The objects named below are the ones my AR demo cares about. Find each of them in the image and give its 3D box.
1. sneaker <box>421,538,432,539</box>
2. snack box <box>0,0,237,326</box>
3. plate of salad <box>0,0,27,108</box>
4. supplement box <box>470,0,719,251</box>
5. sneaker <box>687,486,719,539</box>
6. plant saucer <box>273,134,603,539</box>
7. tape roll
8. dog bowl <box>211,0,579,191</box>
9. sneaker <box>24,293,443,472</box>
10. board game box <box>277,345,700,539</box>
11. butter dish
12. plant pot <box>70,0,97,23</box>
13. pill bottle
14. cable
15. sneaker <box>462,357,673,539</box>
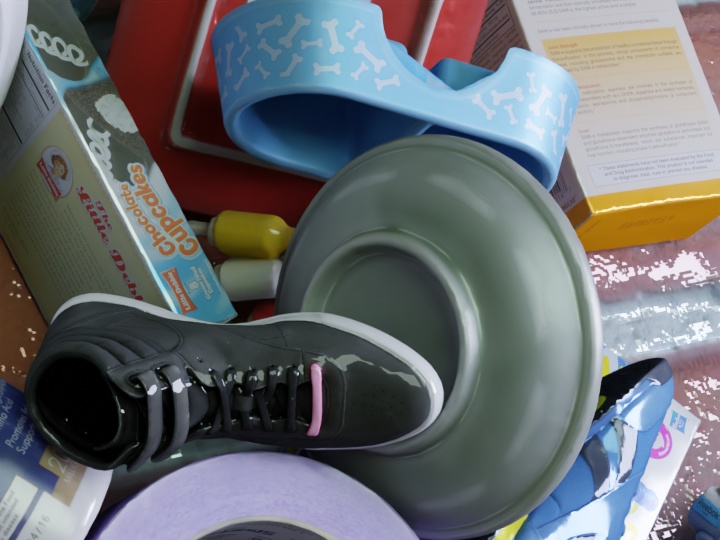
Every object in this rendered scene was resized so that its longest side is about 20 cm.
[{"bbox_3d":[0.069,0.054,1.284,0.088,0.075,0.201,21,59,-19],"label":"sneaker"},{"bbox_3d":[-0.145,-0.036,1.250,0.037,0.116,0.201,-22,79,-36],"label":"snack box"},{"bbox_3d":[-0.232,-0.094,1.133,0.048,0.201,0.200,29,48,25],"label":"plate of salad"},{"bbox_3d":[0.137,-0.116,1.476,0.125,0.074,0.201,-8,71,-32],"label":"supplement box"},{"bbox_3d":[0.221,0.157,1.345,0.086,0.200,0.075,33,91,1],"label":"sneaker"},{"bbox_3d":[0.024,0.035,1.189,0.050,0.200,0.201,-5,68,-52],"label":"plant saucer"},{"bbox_3d":[-0.058,0.193,1.182,0.199,0.085,0.201,5,76,-19],"label":"tape roll"},{"bbox_3d":[0.017,-0.080,1.242,0.199,0.111,0.050,15,64,-22],"label":"dog bowl"},{"bbox_3d":[-0.065,0.063,1.132,0.199,0.071,0.099,8,22,11],"label":"sneaker"},{"bbox_3d":[0.066,0.106,1.339,0.195,0.056,0.200,37,54,-9],"label":"board game box"},{"bbox_3d":[-0.049,-0.136,1.347,0.199,0.148,0.201,12,105,-21],"label":"butter dish"},{"bbox_3d":[-0.196,-0.237,1.265,0.195,0.196,0.201,-3,69,-26],"label":"plant pot"},{"bbox_3d":[-0.226,0.082,1.150,0.199,0.111,0.111,33,55,-12],"label":"pill bottle"},{"bbox_3d":[0.000,0.000,1.272,0.050,0.199,0.098,-43,115,-47],"label":"cable"},{"bbox_3d":[0.114,0.126,1.287,0.079,0.066,0.200,53,53,-11],"label":"sneaker"}]
